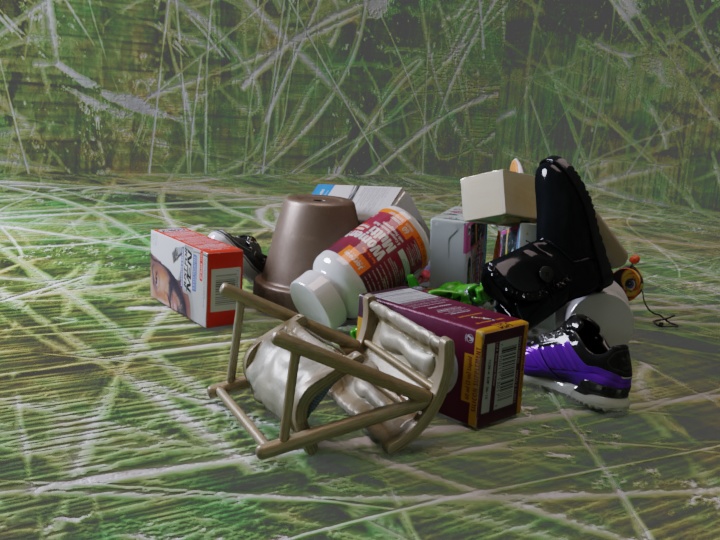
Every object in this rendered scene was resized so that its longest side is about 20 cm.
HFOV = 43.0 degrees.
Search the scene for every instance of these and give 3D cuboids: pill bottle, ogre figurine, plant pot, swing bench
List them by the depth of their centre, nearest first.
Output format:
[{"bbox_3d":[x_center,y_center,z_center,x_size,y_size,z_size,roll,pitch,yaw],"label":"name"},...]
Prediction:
[{"bbox_3d":[-0.036,0.103,0.962,0.198,0.131,0.199,5,10,-25],"label":"swing bench"},{"bbox_3d":[0.089,0.054,1.284,0.200,0.098,0.120,-39,3,7],"label":"ogre figurine"},{"bbox_3d":[0.000,0.000,1.336,0.199,0.110,0.109,-37,32,-26],"label":"pill bottle"},{"bbox_3d":[0.331,0.053,1.349,0.114,0.117,0.200,4,14,-1],"label":"pill bottle"},{"bbox_3d":[-0.072,-0.027,1.453,0.198,0.177,0.200,3,12,-1],"label":"plant pot"}]

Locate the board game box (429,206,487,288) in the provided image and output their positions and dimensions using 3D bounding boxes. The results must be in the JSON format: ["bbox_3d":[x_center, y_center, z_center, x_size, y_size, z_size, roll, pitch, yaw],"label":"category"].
[{"bbox_3d":[0.167,-0.024,1.548,0.064,0.149,0.200,4,11,15],"label":"board game box"}]

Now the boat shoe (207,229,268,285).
[{"bbox_3d":[-0.190,-0.029,1.484,0.068,0.057,0.200,29,-10,23],"label":"boat shoe"}]

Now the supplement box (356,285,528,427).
[{"bbox_3d":[0.090,0.095,1.072,0.085,0.112,0.199,-7,16,-43],"label":"supplement box"}]

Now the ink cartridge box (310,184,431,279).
[{"bbox_3d":[0.012,-0.067,1.567,0.199,0.146,0.085,7,53,43],"label":"ink cartridge box"}]

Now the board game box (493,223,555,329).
[{"bbox_3d":[0.247,0.009,1.364,0.064,0.149,0.200,4,-1,-1],"label":"board game box"}]

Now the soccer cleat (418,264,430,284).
[{"bbox_3d":[0.105,0.003,1.675,0.199,0.067,0.076,-3,35,-39],"label":"soccer cleat"}]

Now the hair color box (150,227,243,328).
[{"bbox_3d":[-0.250,0.007,1.377,0.063,0.112,0.199,-5,14,-34],"label":"hair color box"}]

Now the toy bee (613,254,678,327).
[{"bbox_3d":[0.437,0.024,1.557,0.198,0.110,0.131,5,10,6],"label":"toy bee"}]

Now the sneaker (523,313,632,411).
[{"bbox_3d":[0.254,0.099,1.135,0.069,0.101,0.199,-4,14,-42],"label":"sneaker"}]

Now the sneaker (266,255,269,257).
[{"bbox_3d":[-0.064,-0.007,1.605,0.198,0.074,0.085,10,10,18],"label":"sneaker"}]

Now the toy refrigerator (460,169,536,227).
[{"bbox_3d":[0.238,-0.098,1.354,0.075,0.071,0.199,-8,-8,42],"label":"toy refrigerator"}]

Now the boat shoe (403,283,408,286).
[{"bbox_3d":[0.134,0.065,1.368,0.199,0.058,0.067,12,12,33],"label":"boat shoe"}]

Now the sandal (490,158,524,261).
[{"bbox_3d":[0.223,-0.080,1.494,0.059,0.209,0.079,6,24,-5],"label":"sandal"}]

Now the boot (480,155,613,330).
[{"bbox_3d":[0.232,-0.034,1.208,0.167,0.202,0.076,-23,4,-21],"label":"boot"}]

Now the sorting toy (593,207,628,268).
[{"bbox_3d":[0.320,-0.062,1.522,0.037,0.185,0.199,-48,16,-27],"label":"sorting toy"}]
